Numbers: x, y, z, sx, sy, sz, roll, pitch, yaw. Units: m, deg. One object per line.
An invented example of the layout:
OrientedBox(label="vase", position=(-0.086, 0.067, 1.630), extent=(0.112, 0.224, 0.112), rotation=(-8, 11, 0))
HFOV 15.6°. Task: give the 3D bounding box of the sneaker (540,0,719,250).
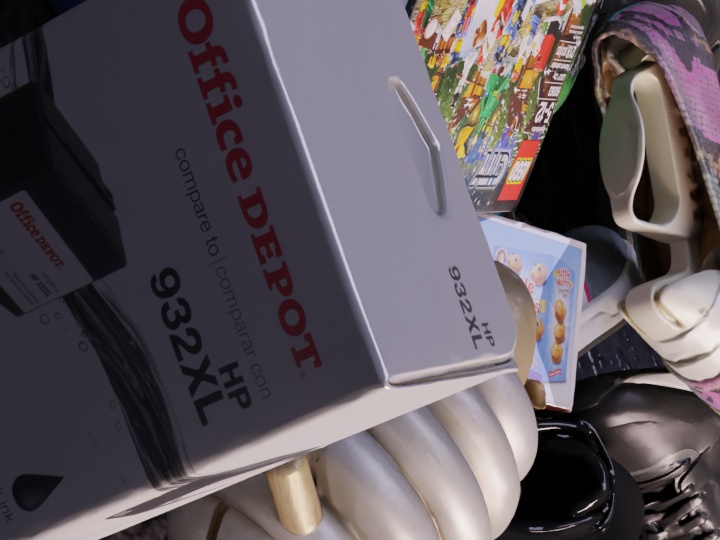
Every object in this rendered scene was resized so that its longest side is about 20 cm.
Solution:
OrientedBox(label="sneaker", position=(0.124, -0.095, 1.245), extent=(0.114, 0.076, 0.201), rotation=(-131, -150, -56))

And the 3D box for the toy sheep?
OrientedBox(label="toy sheep", position=(-0.009, 0.068, 0.933), extent=(0.200, 0.138, 0.138), rotation=(-41, 107, -23))

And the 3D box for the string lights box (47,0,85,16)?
OrientedBox(label="string lights box", position=(-0.100, -0.165, 1.020), extent=(0.201, 0.059, 0.103), rotation=(58, 33, -14))

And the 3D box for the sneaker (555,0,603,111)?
OrientedBox(label="sneaker", position=(0.085, -0.154, 1.147), extent=(0.077, 0.085, 0.202), rotation=(9, 87, -19))

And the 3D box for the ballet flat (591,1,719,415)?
OrientedBox(label="ballet flat", position=(0.137, -0.017, 1.143), extent=(0.071, 0.069, 0.201), rotation=(-15, 89, -46))

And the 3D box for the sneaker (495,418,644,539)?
OrientedBox(label="sneaker", position=(0.075, 0.097, 1.082), extent=(0.200, 0.090, 0.076), rotation=(4, 65, -57))

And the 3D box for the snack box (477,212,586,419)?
OrientedBox(label="snack box", position=(0.000, 0.000, 1.019), extent=(0.199, 0.024, 0.072), rotation=(16, 70, -28))

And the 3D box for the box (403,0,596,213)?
OrientedBox(label="box", position=(0.035, -0.090, 0.961), extent=(0.200, 0.037, 0.137), rotation=(-6, 118, -69))

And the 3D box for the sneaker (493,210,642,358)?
OrientedBox(label="sneaker", position=(0.053, -0.017, 1.138), extent=(0.200, 0.083, 0.122), rotation=(-34, 108, -57))

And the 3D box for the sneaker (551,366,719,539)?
OrientedBox(label="sneaker", position=(0.161, 0.108, 1.225), extent=(0.200, 0.075, 0.088), rotation=(28, 54, -46))

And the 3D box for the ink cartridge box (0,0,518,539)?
OrientedBox(label="ink cartridge box", position=(-0.070, -0.002, 0.819), extent=(0.084, 0.199, 0.146), rotation=(-7, 76, -58))
